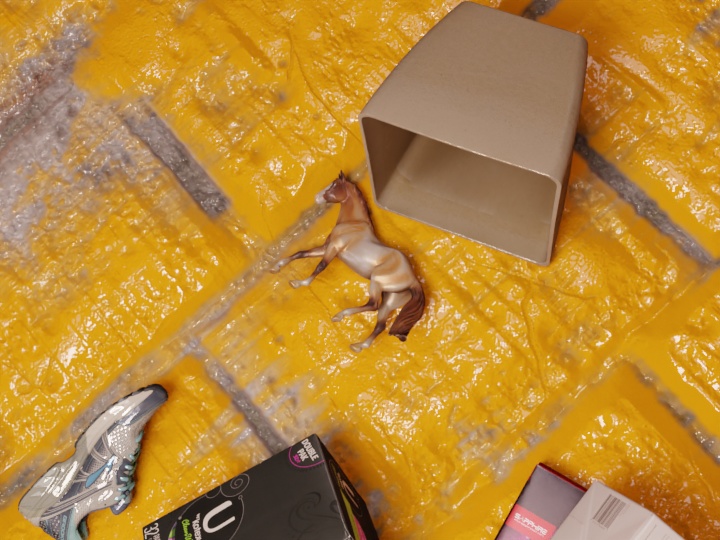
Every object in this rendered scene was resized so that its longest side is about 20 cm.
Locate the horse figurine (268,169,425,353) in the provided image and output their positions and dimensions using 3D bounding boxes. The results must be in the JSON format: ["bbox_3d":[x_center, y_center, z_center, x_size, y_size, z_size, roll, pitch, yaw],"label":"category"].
[{"bbox_3d":[0.000,0.000,1.175,0.133,0.050,0.200,-40,65,-18],"label":"horse figurine"}]

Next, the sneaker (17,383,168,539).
[{"bbox_3d":[-0.262,0.206,1.178,0.086,0.078,0.200,43,94,4],"label":"sneaker"}]

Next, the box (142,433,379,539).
[{"bbox_3d":[-0.086,0.282,1.064,0.200,0.124,0.149,-28,36,3],"label":"box"}]

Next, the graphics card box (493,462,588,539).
[{"bbox_3d":[0.178,0.303,1.080,0.125,0.051,0.200,30,85,14],"label":"graphics card box"}]

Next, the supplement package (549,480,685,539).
[{"bbox_3d":[0.266,0.303,0.989,0.200,0.121,0.120,41,84,-12],"label":"supplement package"}]

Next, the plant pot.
[{"bbox_3d":[0.132,-0.148,1.126,0.200,0.200,0.177,21,71,14],"label":"plant pot"}]
